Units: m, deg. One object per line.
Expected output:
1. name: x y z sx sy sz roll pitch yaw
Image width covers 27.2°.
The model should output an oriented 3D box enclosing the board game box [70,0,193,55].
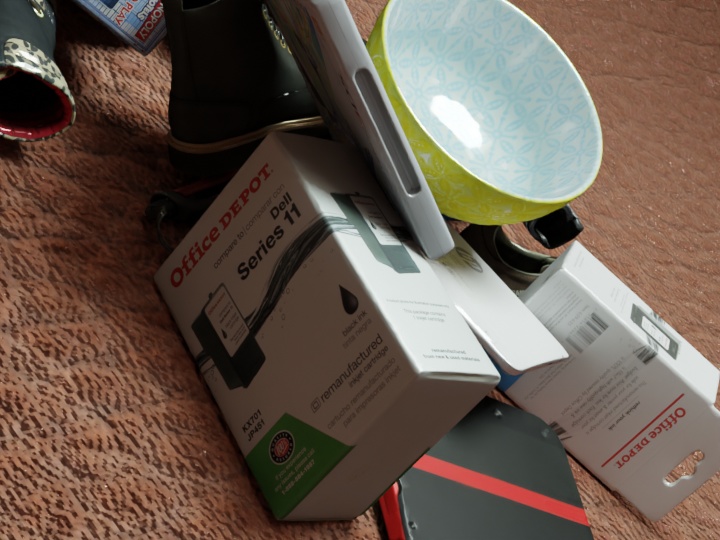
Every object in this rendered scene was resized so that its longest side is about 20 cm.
1. board game box: -0.204 -0.229 1.106 0.200 0.062 0.200 40 0 7

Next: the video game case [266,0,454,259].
1. video game case: -0.012 -0.118 0.971 0.183 0.022 0.200 64 -5 -27

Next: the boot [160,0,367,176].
1. boot: -0.058 -0.166 1.084 0.077 0.139 0.200 25 43 33

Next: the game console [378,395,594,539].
1. game console: 0.084 0.154 1.042 0.200 0.031 0.177 22 38 -33

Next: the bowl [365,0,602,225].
1. bowl: 0.071 -0.107 1.108 0.200 0.108 0.201 20 49 -25

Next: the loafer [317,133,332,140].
1. loafer: -0.023 -0.106 1.184 0.199 0.072 0.063 16 33 -2

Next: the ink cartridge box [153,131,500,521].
1. ink cartridge box: -0.028 0.033 0.933 0.083 0.147 0.200 8 41 -48

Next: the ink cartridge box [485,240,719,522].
1. ink cartridge box: 0.202 0.090 1.187 0.200 0.116 0.067 42 26 -2

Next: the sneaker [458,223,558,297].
1. sneaker: 0.161 0.033 1.256 0.200 0.076 0.070 40 27 -4

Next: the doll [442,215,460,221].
1. doll: 0.049 -0.077 1.286 0.136 0.049 0.200 29 26 16

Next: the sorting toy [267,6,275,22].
1. sorting toy: -0.106 -0.288 1.258 0.200 0.070 0.199 38 0 3

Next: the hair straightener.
1. hair straightener: -0.084 -0.044 1.080 0.077 0.041 0.200 48 28 11

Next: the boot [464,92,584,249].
1. boot: 0.141 -0.074 1.257 0.132 0.070 0.200 57 18 13

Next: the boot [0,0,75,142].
1. boot: -0.276 -0.172 0.966 0.203 0.074 0.154 25 27 -38

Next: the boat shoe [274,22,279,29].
1. boat shoe: -0.003 -0.155 1.234 0.200 0.065 0.071 15 -2 21

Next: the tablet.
1. tablet: 0.069 -0.003 1.103 0.200 0.014 0.130 49 19 16
